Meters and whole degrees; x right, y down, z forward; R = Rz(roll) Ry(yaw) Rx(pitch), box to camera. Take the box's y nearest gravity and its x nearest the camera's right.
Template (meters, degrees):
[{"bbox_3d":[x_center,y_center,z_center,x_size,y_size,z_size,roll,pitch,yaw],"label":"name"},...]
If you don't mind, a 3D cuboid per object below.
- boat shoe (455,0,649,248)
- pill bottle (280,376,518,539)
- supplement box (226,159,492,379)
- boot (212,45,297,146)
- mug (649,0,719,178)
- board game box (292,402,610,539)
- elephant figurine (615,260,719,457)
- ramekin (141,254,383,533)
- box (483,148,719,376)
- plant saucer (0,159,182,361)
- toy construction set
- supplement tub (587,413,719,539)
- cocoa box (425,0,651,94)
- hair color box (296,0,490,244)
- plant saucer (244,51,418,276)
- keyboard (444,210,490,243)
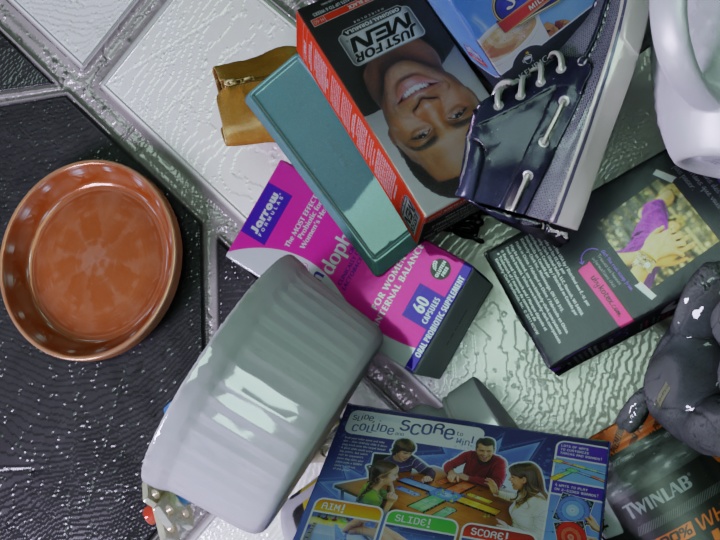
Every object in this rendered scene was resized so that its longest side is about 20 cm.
[{"bbox_3d":[0.130,-0.123,0.646,0.092,0.075,0.201,17,95,1],"label":"boat shoe"},{"bbox_3d":[0.042,0.184,0.772,0.200,0.114,0.115,-37,74,8],"label":"pill bottle"},{"bbox_3d":[0.000,0.000,0.818,0.199,0.103,0.102,30,91,20],"label":"supplement box"},{"bbox_3d":[-0.049,-0.127,0.829,0.143,0.071,0.202,-17,52,-13],"label":"boot"},{"bbox_3d":[0.249,-0.156,0.604,0.147,0.199,0.177,8,88,48],"label":"mug"},{"bbox_3d":[0.067,0.164,0.651,0.199,0.035,0.136,6,39,17],"label":"board game box"},{"bbox_3d":[0.306,0.073,0.619,0.199,0.155,0.142,5,104,-17],"label":"elephant figurine"},{"bbox_3d":[-0.066,0.097,0.702,0.097,0.200,0.201,31,91,4],"label":"ramekin"},{"bbox_3d":[0.216,-0.010,0.745,0.199,0.122,0.106,-29,74,9],"label":"box"},{"bbox_3d":[-0.268,-0.010,0.933,0.199,0.032,0.202,-2,81,15],"label":"plant saucer"},{"bbox_3d":[-0.110,0.155,0.839,0.199,0.092,0.132,-28,75,-1],"label":"toy construction set"},{"bbox_3d":[0.251,0.200,0.705,0.122,0.122,0.201,-33,75,9],"label":"supplement tub"},{"bbox_3d":[0.125,-0.229,0.747,0.133,0.131,0.200,-36,30,7],"label":"cocoa box"},{"bbox_3d":[0.038,-0.134,0.739,0.101,0.061,0.201,-28,76,-13],"label":"hair color box"},{"bbox_3d":[-0.019,-0.094,0.773,0.070,0.019,0.200,-38,76,6],"label":"plant saucer"},{"bbox_3d":[0.065,-0.075,0.853,0.199,0.040,0.105,13,63,19],"label":"keyboard"}]
